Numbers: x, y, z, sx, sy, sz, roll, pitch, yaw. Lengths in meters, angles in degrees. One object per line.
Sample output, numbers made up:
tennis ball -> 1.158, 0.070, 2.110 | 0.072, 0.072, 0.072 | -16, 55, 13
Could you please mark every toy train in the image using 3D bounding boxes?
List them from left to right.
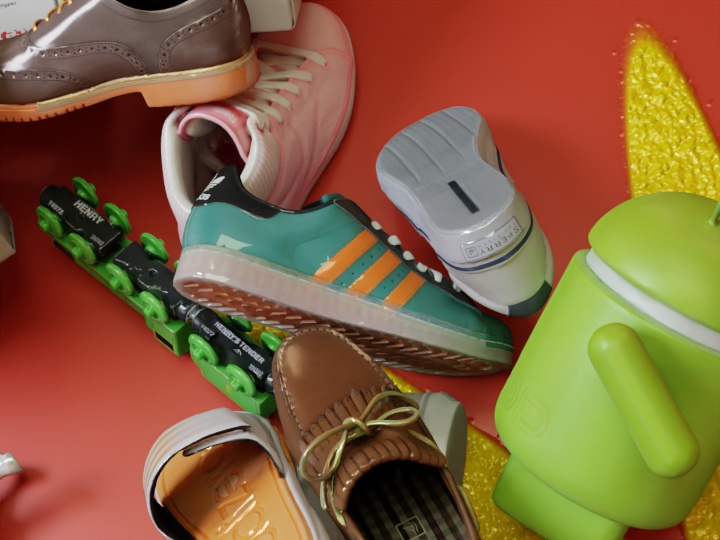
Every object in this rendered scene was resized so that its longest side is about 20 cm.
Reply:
toy train -> -0.116, 0.016, 0.894 | 0.200, 0.057, 0.042 | 37, 64, 22

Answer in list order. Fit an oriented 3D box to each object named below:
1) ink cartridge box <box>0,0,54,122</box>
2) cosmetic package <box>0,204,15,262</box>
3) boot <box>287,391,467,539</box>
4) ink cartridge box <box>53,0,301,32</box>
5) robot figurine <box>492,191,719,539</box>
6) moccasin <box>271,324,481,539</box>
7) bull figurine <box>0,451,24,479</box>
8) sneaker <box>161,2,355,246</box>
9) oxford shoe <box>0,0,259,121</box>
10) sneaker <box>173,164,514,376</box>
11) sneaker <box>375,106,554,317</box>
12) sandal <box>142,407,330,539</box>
ink cartridge box -> -0.229, -0.166, 0.989 | 0.115, 0.067, 0.202 | -9, 65, 5
cosmetic package -> -0.310, -0.005, 0.880 | 0.199, 0.104, 0.087 | -35, 21, -4
boot -> -0.004, 0.157, 0.812 | 0.095, 0.074, 0.201 | 3, 57, 16
ink cartridge box -> -0.104, -0.226, 0.944 | 0.145, 0.085, 0.201 | -2, 37, 8
robot figurine -> 0.144, 0.049, 0.779 | 0.115, 0.175, 0.201 | 31, 107, 16
moccasin -> 0.011, 0.105, 0.751 | 0.073, 0.078, 0.202 | -20, 56, -7
bull figurine -> -0.258, 0.129, 0.860 | 0.121, 0.065, 0.200 | -42, 67, -15
sneaker -> -0.059, -0.094, 0.910 | 0.075, 0.105, 0.202 | 13, 67, 17
oxford shoe -> -0.159, -0.132, 0.862 | 0.198, 0.073, 0.071 | -7, 29, 1
sneaker -> 0.000, 0.000, 0.840 | 0.199, 0.071, 0.081 | 19, 71, -18
sneaker -> 0.057, -0.032, 0.858 | 0.073, 0.071, 0.200 | -25, 25, 5
sandal -> -0.071, 0.112, 0.784 | 0.079, 0.059, 0.207 | -47, 27, -4
